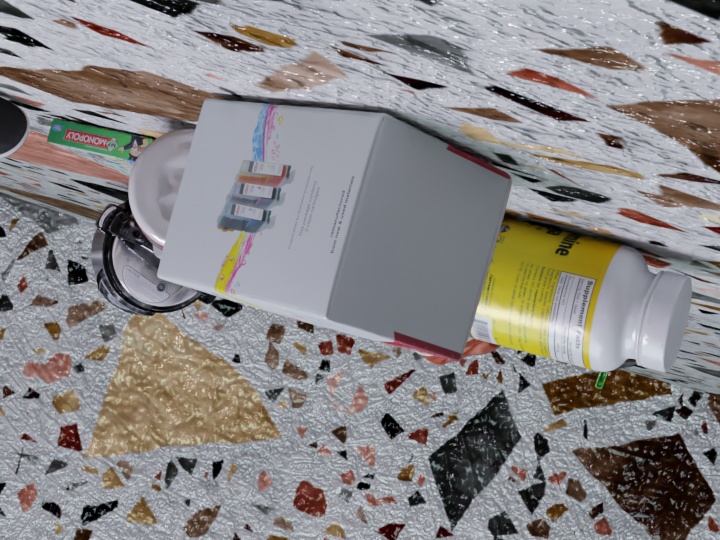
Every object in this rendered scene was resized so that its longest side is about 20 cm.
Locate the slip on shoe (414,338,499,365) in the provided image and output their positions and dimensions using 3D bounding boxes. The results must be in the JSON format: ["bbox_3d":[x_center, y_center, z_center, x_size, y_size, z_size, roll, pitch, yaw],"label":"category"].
[{"bbox_3d":[0.141,0.035,1.359,0.199,0.074,0.061,-24,147,5],"label":"slip on shoe"}]

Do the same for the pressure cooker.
[{"bbox_3d":[-0.302,-0.026,2.091,0.175,0.180,0.200,-10,-175,-19],"label":"pressure cooker"}]

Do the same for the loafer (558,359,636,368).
[{"bbox_3d":[0.357,0.109,2.167,0.199,0.073,0.072,7,173,-33],"label":"loafer"}]

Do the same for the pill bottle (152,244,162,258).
[{"bbox_3d":[-0.146,-0.034,1.748,0.199,0.114,0.114,18,175,-27],"label":"pill bottle"}]

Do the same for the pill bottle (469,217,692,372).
[{"bbox_3d":[0.183,0.024,1.252,0.199,0.113,0.112,14,176,22],"label":"pill bottle"}]

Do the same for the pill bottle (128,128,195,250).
[{"bbox_3d":[-0.161,-0.068,1.348,0.110,0.111,0.200,16,176,-6],"label":"pill bottle"}]

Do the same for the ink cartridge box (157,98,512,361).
[{"bbox_3d":[-0.023,-0.033,1.039,0.145,0.145,0.199,19,176,-43],"label":"ink cartridge box"}]

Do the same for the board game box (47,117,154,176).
[{"bbox_3d":[-0.225,-0.115,1.543,0.134,0.029,0.200,15,176,29],"label":"board game box"}]

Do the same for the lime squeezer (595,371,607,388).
[{"bbox_3d":[0.304,0.058,1.656,0.038,0.071,0.200,31,149,12],"label":"lime squeezer"}]

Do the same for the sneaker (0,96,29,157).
[{"bbox_3d":[-0.403,-0.154,1.371,0.199,0.072,0.083,12,170,-39],"label":"sneaker"}]
